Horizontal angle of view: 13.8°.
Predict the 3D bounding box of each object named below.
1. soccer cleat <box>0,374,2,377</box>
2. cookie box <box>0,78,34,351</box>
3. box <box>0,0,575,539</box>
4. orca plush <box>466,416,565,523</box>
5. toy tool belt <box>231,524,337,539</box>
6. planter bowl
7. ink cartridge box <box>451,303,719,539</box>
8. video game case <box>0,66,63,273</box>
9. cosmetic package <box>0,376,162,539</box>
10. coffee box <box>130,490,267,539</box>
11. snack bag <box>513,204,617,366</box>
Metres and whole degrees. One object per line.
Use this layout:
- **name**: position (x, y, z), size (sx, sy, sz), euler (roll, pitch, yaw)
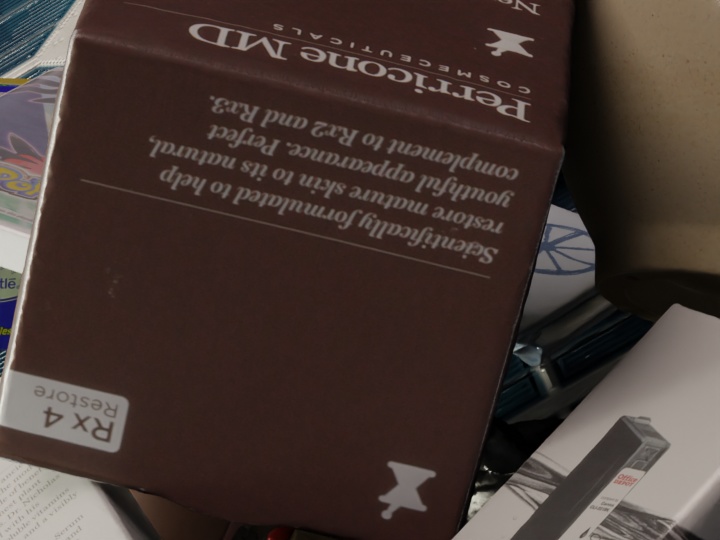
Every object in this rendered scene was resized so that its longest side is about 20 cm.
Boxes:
- **soccer cleat**: position (-0.129, 0.067, 1.332), size (0.200, 0.081, 0.068), euler (-38, 45, 34)
- **cookie box**: position (-0.209, -0.031, 1.408), size (0.171, 0.075, 0.200), euler (0, 20, -16)
- **box**: position (-0.021, -0.032, 1.048), size (0.165, 0.165, 0.200), euler (14, 27, -2)
- **orca plush**: position (0.059, 0.068, 1.156), size (0.105, 0.071, 0.200), euler (-48, 36, -19)
- **toy tool belt**: position (-0.011, 0.178, 1.066), size (0.123, 0.125, 0.200), euler (24, 63, 17)
- **planter bowl**: position (0.158, -0.045, 1.130), size (0.200, 0.200, 0.135), euler (2, 75, 42)
- **ink cartridge box**: position (0.095, 0.133, 0.980), size (0.200, 0.144, 0.084), euler (-45, 35, -16)
- **video game case**: position (-0.094, -0.033, 1.314), size (0.199, 0.023, 0.182), euler (17, 25, 19)
- **cosmetic package**: position (-0.107, 0.127, 1.016), size (0.101, 0.071, 0.200), euler (-39, 35, -1)
- **coffee box**: position (-0.104, 0.116, 1.175), size (0.114, 0.080, 0.200), euler (16, 61, 14)
- **snack bag**: position (0.000, 0.000, 1.217), size (0.188, 0.021, 0.200), euler (21, 31, 30)
